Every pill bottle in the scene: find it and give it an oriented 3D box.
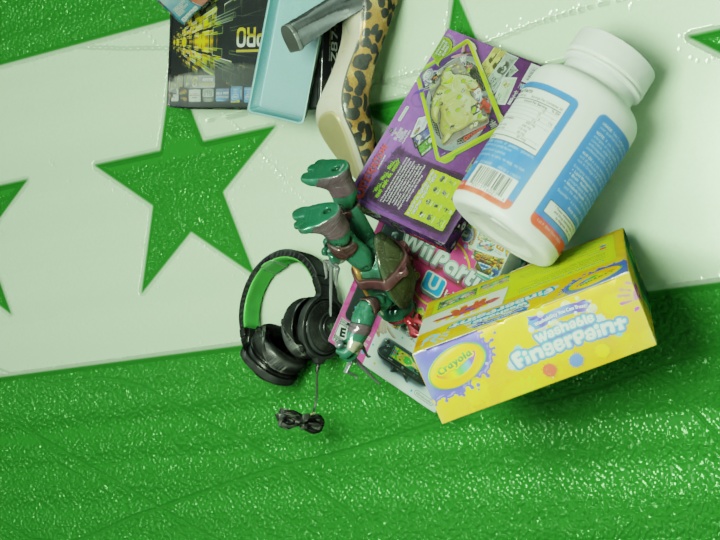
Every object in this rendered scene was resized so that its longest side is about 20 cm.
[{"bbox_3d":[0.180,-0.114,1.527,0.112,0.112,0.201,31,82,28],"label":"pill bottle"}]

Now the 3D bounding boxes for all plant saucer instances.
[{"bbox_3d":[-0.064,-0.252,1.709,0.069,0.019,0.202,15,99,28],"label":"plant saucer"}]

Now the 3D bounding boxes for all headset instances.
[{"bbox_3d":[-0.076,0.072,1.729,0.123,0.094,0.201,-35,60,33],"label":"headset"}]

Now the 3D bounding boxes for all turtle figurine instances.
[{"bbox_3d":[0.000,0.000,1.592,0.100,0.201,0.150,-22,36,4],"label":"turtle figurine"}]

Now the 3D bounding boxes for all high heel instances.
[{"bbox_3d":[0.017,-0.192,1.699,0.071,0.142,0.201,17,136,57],"label":"high heel"}]

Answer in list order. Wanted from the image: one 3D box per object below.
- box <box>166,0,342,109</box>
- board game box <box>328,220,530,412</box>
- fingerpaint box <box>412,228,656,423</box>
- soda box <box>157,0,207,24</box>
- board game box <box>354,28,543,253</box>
[{"bbox_3d":[-0.110,-0.249,1.774,0.199,0.049,0.163,4,94,31],"label":"box"},{"bbox_3d":[0.072,0.015,1.655,0.147,0.064,0.201,32,106,28],"label":"board game box"},{"bbox_3d":[0.156,0.048,1.502,0.199,0.167,0.074,-22,100,11],"label":"fingerpaint box"},{"bbox_3d":[-0.143,-0.352,1.739,0.200,0.064,0.068,-44,52,4],"label":"soda box"},{"bbox_3d":[0.084,-0.126,1.614,0.119,0.032,0.201,27,79,24],"label":"board game box"}]
